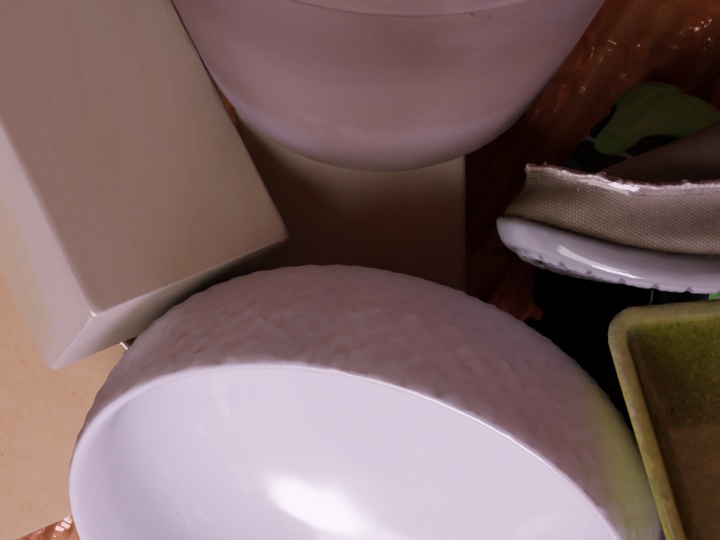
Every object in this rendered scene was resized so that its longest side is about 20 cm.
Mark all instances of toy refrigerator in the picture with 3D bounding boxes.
[{"bbox_3d":[-0.108,-0.075,0.938,0.200,0.076,0.070,63,155,8],"label":"toy refrigerator"},{"bbox_3d":[0.000,0.000,1.004,0.076,0.070,0.200,-1,129,2],"label":"toy refrigerator"}]

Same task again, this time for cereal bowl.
[{"bbox_3d":[0.007,0.067,0.937,0.200,0.083,0.200,11,139,10],"label":"cereal bowl"}]

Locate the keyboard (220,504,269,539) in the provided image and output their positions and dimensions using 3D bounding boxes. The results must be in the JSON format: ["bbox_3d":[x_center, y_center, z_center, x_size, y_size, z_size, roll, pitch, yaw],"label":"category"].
[{"bbox_3d":[-0.065,0.103,1.107,0.056,0.011,0.200,46,165,-8],"label":"keyboard"}]

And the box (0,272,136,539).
[{"bbox_3d":[-0.165,0.018,1.034,0.163,0.021,0.200,-25,117,36],"label":"box"}]

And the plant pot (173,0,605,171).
[{"bbox_3d":[0.010,-0.125,0.847,0.200,0.200,0.174,19,150,11],"label":"plant pot"}]

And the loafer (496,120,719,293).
[{"bbox_3d":[0.138,-0.031,0.890,0.200,0.075,0.070,-3,93,-15],"label":"loafer"}]

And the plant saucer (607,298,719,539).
[{"bbox_3d":[0.184,0.102,0.885,0.199,0.200,0.048,-5,154,-20],"label":"plant saucer"}]

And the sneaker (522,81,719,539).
[{"bbox_3d":[0.091,0.031,0.979,0.077,0.084,0.200,26,136,44],"label":"sneaker"}]
